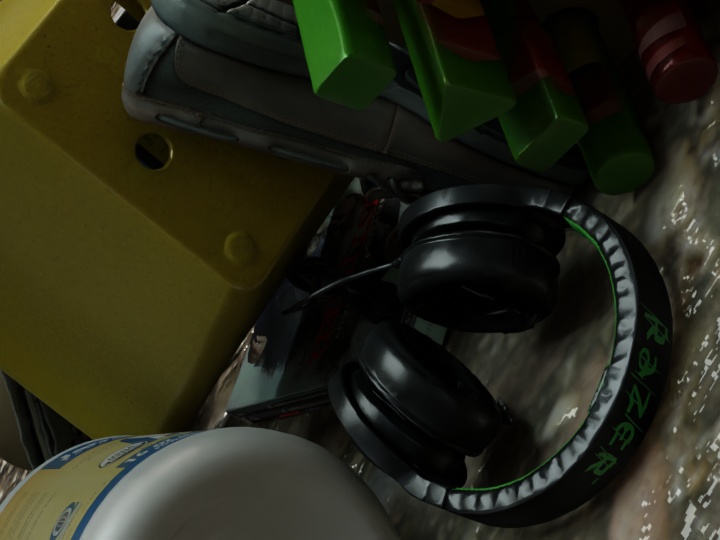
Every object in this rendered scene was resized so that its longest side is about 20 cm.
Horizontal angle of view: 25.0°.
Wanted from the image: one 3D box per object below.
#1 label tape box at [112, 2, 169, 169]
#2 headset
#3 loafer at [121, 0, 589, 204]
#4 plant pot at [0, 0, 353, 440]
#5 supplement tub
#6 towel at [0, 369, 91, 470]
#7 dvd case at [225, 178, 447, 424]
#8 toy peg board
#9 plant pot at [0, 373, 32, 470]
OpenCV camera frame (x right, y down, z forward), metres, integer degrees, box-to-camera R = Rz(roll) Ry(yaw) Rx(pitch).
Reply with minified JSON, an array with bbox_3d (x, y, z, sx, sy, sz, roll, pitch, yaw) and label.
[{"bbox_3d":[-0.082,-0.093,0.900,0.201,0.143,0.066,-55,14,-15],"label":"label tape box"},{"bbox_3d":[0.042,0.028,0.638,0.199,0.094,0.124,21,85,47],"label":"headset"},{"bbox_3d":[-0.002,-0.062,0.665,0.063,0.199,0.072,-59,23,24],"label":"loafer"},{"bbox_3d":[-0.098,-0.056,0.743,0.201,0.200,0.176,-56,11,-26],"label":"plant pot"},{"bbox_3d":[-0.082,0.141,0.681,0.200,0.144,0.146,-13,53,61],"label":"supplement tub"},{"bbox_3d":[-0.152,0.036,0.915,0.200,0.034,0.194,-67,-26,-58],"label":"towel"},{"bbox_3d":[0.000,0.000,0.830,0.200,0.022,0.147,-18,49,60],"label":"dvd case"},{"bbox_3d":[0.078,-0.126,0.585,0.199,0.199,0.098,-46,44,36],"label":"toy peg board"},{"bbox_3d":[-0.188,0.014,1.068,0.133,0.201,0.201,-21,33,9],"label":"plant pot"}]
